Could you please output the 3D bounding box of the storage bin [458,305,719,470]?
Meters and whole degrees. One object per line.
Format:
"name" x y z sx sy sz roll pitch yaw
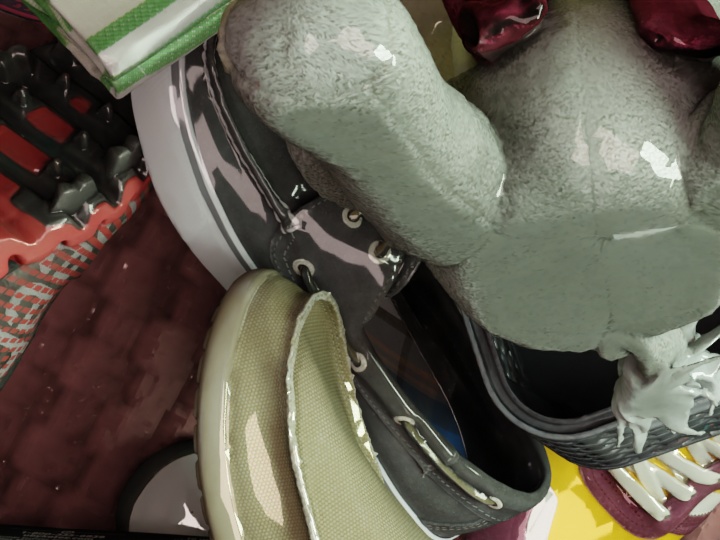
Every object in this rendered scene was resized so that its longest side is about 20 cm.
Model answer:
"storage bin" 0.084 -0.053 0.880 0.135 0.094 0.200 -20 78 8

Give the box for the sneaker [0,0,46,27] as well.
"sneaker" -0.167 -0.117 0.878 0.200 0.075 0.081 15 53 -3

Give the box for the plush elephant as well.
"plush elephant" 0.064 -0.067 0.767 0.164 0.200 0.155 -9 56 9

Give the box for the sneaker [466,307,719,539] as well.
"sneaker" 0.110 0.039 0.947 0.075 0.090 0.200 38 89 -14

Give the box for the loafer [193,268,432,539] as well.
"loafer" 0.002 0.095 0.865 0.068 0.076 0.200 -10 92 16

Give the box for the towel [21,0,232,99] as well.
"towel" -0.079 -0.157 0.851 0.152 0.023 0.200 -37 71 -20

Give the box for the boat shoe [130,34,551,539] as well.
"boat shoe" 0.000 0.000 0.909 0.066 0.070 0.200 -14 111 34

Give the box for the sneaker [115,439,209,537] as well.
"sneaker" 0.011 0.132 0.931 0.201 0.108 0.067 44 88 -14

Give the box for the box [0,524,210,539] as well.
"box" -0.109 0.187 0.881 0.148 0.124 0.200 2 98 15

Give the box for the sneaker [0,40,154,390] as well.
"sneaker" -0.131 0.006 0.902 0.071 0.098 0.200 37 62 19
